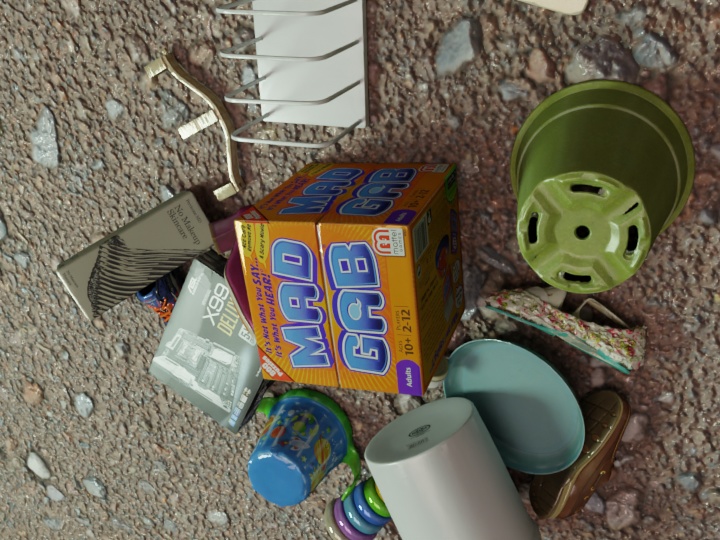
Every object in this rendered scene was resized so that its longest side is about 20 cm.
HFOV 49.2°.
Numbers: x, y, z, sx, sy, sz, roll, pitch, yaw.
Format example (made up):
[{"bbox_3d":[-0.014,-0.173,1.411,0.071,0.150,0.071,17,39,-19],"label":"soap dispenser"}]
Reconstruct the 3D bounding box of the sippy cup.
[{"bbox_3d":[-0.095,0.263,1.134,0.176,0.130,0.141,-2,115,23],"label":"sippy cup"}]

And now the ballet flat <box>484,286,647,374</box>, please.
[{"bbox_3d":[0.248,0.056,0.939,0.199,0.076,0.064,25,91,4],"label":"ballet flat"}]

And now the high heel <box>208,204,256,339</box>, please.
[{"bbox_3d":[-0.122,-0.004,0.981,0.095,0.201,0.068,-20,137,-7],"label":"high heel"}]

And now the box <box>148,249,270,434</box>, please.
[{"bbox_3d":[-0.184,0.097,1.063,0.157,0.050,0.201,33,115,9],"label":"box"}]

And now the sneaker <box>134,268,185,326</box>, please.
[{"bbox_3d":[-0.285,0.036,1.130,0.075,0.078,0.201,-17,107,29],"label":"sneaker"}]

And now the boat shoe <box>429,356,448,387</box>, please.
[{"bbox_3d":[0.023,0.116,1.052,0.199,0.075,0.069,20,127,21],"label":"boat shoe"}]

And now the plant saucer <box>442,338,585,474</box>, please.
[{"bbox_3d":[0.196,0.169,1.002,0.199,0.027,0.202,22,129,30],"label":"plant saucer"}]

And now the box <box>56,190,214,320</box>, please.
[{"bbox_3d":[-0.293,-0.023,1.040,0.199,0.068,0.083,-35,106,-14],"label":"box"}]

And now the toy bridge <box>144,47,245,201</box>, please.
[{"bbox_3d":[-0.203,-0.192,1.013,0.067,0.027,0.201,-20,106,27],"label":"toy bridge"}]

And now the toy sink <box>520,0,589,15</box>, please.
[{"bbox_3d":[0.174,-0.345,0.731,0.129,0.112,0.201,22,121,11],"label":"toy sink"}]

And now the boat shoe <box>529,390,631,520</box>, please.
[{"bbox_3d":[0.290,0.238,1.009,0.067,0.072,0.201,13,116,-23],"label":"boat shoe"}]

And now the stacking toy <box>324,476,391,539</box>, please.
[{"bbox_3d":[0.037,0.326,1.151,0.085,0.085,0.200,43,116,-3],"label":"stacking toy"}]

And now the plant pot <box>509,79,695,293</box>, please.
[{"bbox_3d":[0.235,-0.072,0.797,0.198,0.190,0.202,9,118,17],"label":"plant pot"}]

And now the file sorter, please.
[{"bbox_3d":[-0.078,-0.248,0.877,0.138,0.125,0.202,8,118,19],"label":"file sorter"}]

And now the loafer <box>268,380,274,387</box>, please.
[{"bbox_3d":[-0.136,0.133,1.121,0.068,0.070,0.201,43,123,-2],"label":"loafer"}]

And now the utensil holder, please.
[{"bbox_3d":[0.116,0.289,1.014,0.169,0.170,0.201,-21,99,29],"label":"utensil holder"}]

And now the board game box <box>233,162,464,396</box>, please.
[{"bbox_3d":[0.000,0.000,0.922,0.198,0.200,0.201,3,116,21],"label":"board game box"}]
